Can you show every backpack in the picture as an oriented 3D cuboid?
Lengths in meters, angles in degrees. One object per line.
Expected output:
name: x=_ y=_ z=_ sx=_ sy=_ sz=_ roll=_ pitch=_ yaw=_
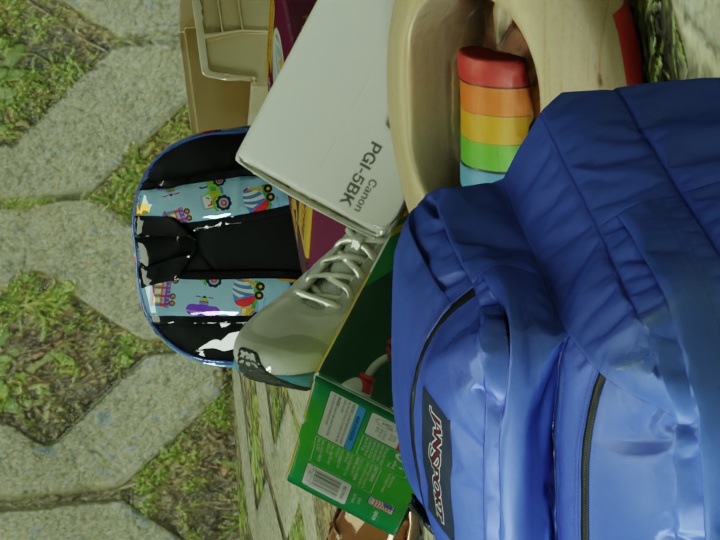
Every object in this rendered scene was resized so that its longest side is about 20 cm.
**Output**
backpack: x=-0.061 y=-0.016 z=1.764 sx=0.135 sy=0.200 sz=0.183 roll=164 pitch=100 yaw=-82
backpack: x=0.102 y=0.050 z=0.761 sx=0.200 sy=0.168 sz=0.163 roll=-118 pitch=18 yaw=-62

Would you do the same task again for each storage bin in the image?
storage bin: x=-0.126 y=-0.216 z=2.496 sx=0.200 sy=0.094 sz=0.199 roll=101 pitch=163 yaw=-62

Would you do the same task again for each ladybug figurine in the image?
ladybug figurine: x=0.075 y=-0.070 z=1.113 sx=0.136 sy=0.072 sz=0.200 roll=24 pitch=123 yaw=42

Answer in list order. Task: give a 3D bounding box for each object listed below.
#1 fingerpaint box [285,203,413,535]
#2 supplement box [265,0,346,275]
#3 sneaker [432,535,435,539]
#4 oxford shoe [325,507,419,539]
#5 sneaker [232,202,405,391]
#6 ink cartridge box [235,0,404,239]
fingerpaint box: x=0.037 y=0.028 z=1.280 sx=0.167 sy=0.073 sz=0.200 roll=-62 pitch=-4 yaw=-21
supplement box: x=0.002 y=-0.103 z=1.605 sx=0.131 sy=0.103 sz=0.200 roll=97 pitch=165 yaw=-50
sneaker: x=0.093 y=0.175 z=1.290 sx=0.106 sy=0.075 sz=0.200 roll=164 pitch=101 yaw=-70
oxford shoe: x=0.007 y=0.183 z=1.870 sx=0.071 sy=0.071 sz=0.200 roll=-173 pitch=80 yaw=-84
sneaker: x=0.000 y=0.000 z=1.419 sx=0.075 sy=0.200 sz=0.087 roll=21 pitch=126 yaw=34
ink cartridge box: x=0.012 y=-0.103 z=1.263 sx=0.147 sy=0.083 sz=0.200 roll=-62 pitch=0 yaw=5
